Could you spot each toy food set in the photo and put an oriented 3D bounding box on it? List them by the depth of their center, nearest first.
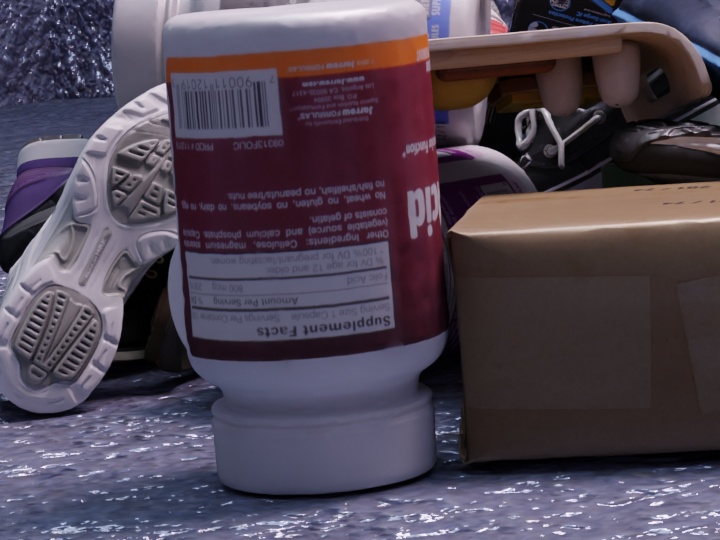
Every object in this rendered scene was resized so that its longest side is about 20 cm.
[{"bbox_3d":[0.061,-0.078,1.298,0.199,0.061,0.144,-5,-3,-8],"label":"toy food set"}]

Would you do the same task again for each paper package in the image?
[{"bbox_3d":[0.146,0.018,1.163,0.199,0.104,0.191,-4,6,8],"label":"paper package"}]

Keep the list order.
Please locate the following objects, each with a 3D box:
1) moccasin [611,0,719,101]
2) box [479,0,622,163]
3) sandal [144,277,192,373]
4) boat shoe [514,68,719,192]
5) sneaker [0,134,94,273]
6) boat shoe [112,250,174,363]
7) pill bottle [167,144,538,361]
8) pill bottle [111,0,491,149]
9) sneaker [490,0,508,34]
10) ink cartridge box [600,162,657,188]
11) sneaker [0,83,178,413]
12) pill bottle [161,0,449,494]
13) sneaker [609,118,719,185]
[{"bbox_3d":[0.190,-0.123,1.294,0.080,0.068,0.200,41,2,-34],"label":"moccasin"},{"bbox_3d":[0.181,-0.119,1.458,0.199,0.199,0.050,15,36,1],"label":"box"},{"bbox_3d":[-0.050,0.014,1.427,0.054,0.082,0.200,20,18,20],"label":"sandal"},{"bbox_3d":[0.121,-0.071,1.424,0.199,0.068,0.074,-28,4,25],"label":"boat shoe"},{"bbox_3d":[-0.115,-0.027,1.433,0.200,0.088,0.076,-8,-37,35],"label":"sneaker"},{"bbox_3d":[-0.133,0.016,1.503,0.073,0.063,0.201,0,10,12],"label":"boat shoe"},{"bbox_3d":[0.000,0.000,1.345,0.112,0.113,0.200,3,10,44],"label":"pill bottle"},{"bbox_3d":[-0.031,-0.125,1.440,0.199,0.114,0.114,2,8,7],"label":"pill bottle"},{"bbox_3d":[0.046,-0.120,1.589,0.078,0.082,0.200,-11,-22,-21],"label":"sneaker"},{"bbox_3d":[0.225,-0.018,1.379,0.200,0.104,0.059,-9,8,-34],"label":"ink cartridge box"},{"bbox_3d":[-0.141,-0.017,1.364,0.078,0.200,0.099,39,-16,-16],"label":"sneaker"},{"bbox_3d":[-0.021,-0.012,1.105,0.114,0.201,0.114,-4,8,1],"label":"pill bottle"},{"bbox_3d":[0.206,-0.022,1.290,0.200,0.080,0.074,23,-3,-28],"label":"sneaker"}]
